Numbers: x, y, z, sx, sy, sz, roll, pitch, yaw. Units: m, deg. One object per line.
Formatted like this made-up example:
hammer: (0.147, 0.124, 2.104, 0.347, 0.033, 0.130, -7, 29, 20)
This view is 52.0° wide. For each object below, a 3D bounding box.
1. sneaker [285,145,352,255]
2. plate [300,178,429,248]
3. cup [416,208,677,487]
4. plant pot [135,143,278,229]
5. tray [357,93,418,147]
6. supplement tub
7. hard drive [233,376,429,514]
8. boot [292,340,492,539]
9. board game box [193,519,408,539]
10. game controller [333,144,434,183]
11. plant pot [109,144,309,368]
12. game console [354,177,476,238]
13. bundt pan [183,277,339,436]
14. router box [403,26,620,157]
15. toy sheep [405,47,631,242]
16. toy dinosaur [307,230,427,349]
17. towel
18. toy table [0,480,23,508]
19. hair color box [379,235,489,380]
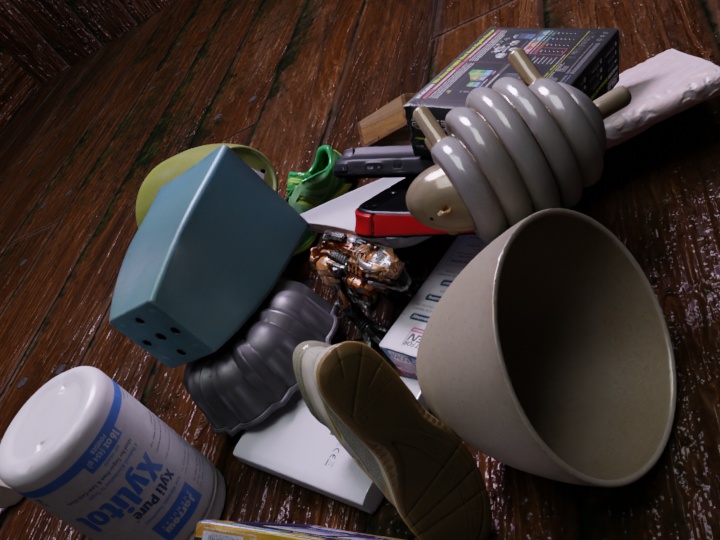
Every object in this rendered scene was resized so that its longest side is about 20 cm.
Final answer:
sneaker: (-0.086, -0.097, 1.048, 0.074, 0.084, 0.200, 3, 53, 45)
plate: (0.052, -0.073, 0.884, 0.199, 0.032, 0.200, -26, 25, -32)
cup: (0.127, 0.070, 0.581, 0.143, 0.200, 0.201, -26, 31, 51)
plant pot: (-0.189, -0.095, 1.002, 0.188, 0.187, 0.200, -56, 18, -24)
tray: (0.106, -0.181, 0.882, 0.199, 0.037, 0.098, -12, -2, -33)
supplement tub: (-0.245, 0.203, 0.745, 0.131, 0.200, 0.132, -25, 36, 20)
hard drive: (-0.031, 0.158, 0.751, 0.199, 0.027, 0.132, 4, 52, 45)
boot: (0.019, 0.142, 0.624, 0.072, 0.200, 0.155, -39, 7, -15)
board game box: (0.016, 0.203, 0.476, 0.199, 0.165, 0.057, -1, 70, 25)
game controller: (0.073, -0.117, 0.811, 0.199, 0.042, 0.104, 2, 7, 23)
plant pot: (-0.179, -0.002, 0.824, 0.141, 0.141, 0.201, -22, 36, 41)
game console: (0.104, -0.072, 0.760, 0.176, 0.031, 0.200, 4, 22, 27)
bundt pan: (-0.124, 0.085, 0.844, 0.201, 0.076, 0.202, -34, 24, 17)
router box: (0.160, -0.183, 0.757, 0.149, 0.062, 0.200, 15, 45, 34)
toy sheep: (0.127, -0.097, 0.599, 0.199, 0.138, 0.138, -32, 34, 8)
toy dinosaur: (0.000, 0.000, 0.800, 0.102, 0.136, 0.200, -41, 26, 3)
towel: (0.269, -0.172, 0.797, 0.199, 0.032, 0.191, -26, 15, 18)
toy table: (-0.555, 0.298, 0.965, 0.117, 0.184, 0.200, -52, 45, 9)
hair color box: (0.118, 0.024, 0.732, 0.100, 0.061, 0.200, 10, 56, 53)
